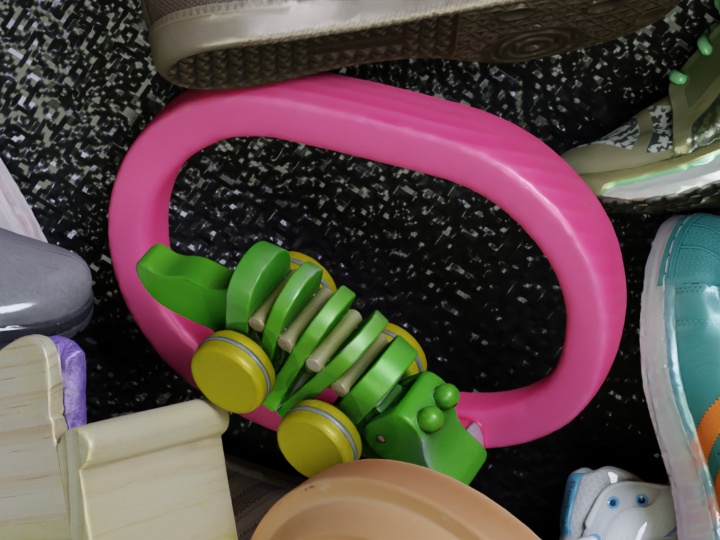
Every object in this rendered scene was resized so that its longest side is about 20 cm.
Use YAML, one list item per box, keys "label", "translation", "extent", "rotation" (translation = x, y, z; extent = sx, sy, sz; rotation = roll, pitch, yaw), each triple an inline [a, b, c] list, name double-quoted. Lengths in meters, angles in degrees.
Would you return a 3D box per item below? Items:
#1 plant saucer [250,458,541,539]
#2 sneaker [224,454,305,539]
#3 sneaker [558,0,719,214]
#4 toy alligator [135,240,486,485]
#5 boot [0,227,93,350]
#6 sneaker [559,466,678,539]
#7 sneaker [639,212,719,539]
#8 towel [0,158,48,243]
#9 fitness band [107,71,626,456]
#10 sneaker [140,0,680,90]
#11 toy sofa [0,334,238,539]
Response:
- label: "plant saucer"
  translation: [0.026, 0.163, 0.915]
  extent: [0.200, 0.032, 0.202]
  rotation: [25, 127, 37]
- label: "sneaker"
  translation: [-0.050, 0.116, 1.030]
  extent: [0.198, 0.076, 0.071]
  rotation: [6, 113, -2]
- label: "sneaker"
  translation: [0.150, -0.078, 0.967]
  extent: [0.199, 0.077, 0.089]
  rotation: [-20, 81, 11]
- label: "toy alligator"
  translation: [0.007, 0.045, 0.937]
  extent: [0.200, 0.059, 0.054]
  rotation: [38, 140, 4]
- label: "boot"
  translation: [-0.182, -0.051, 0.944]
  extent: [0.199, 0.070, 0.133]
  rotation: [12, 107, -9]
- label: "sneaker"
  translation: [0.091, 0.125, 1.018]
  extent: [0.200, 0.075, 0.087]
  rotation: [-38, 98, -22]
- label: "sneaker"
  translation: [0.157, 0.072, 0.963]
  extent: [0.079, 0.071, 0.202]
  rotation: [-14, 78, 30]
- label: "towel"
  translation: [-0.242, -0.033, 1.002]
  extent: [0.199, 0.032, 0.192]
  rotation: [-23, 110, 10]
- label: "fitness band"
  translation: [0.000, 0.000, 0.980]
  extent: [0.199, 0.037, 0.144]
  rotation: [14, 123, 17]
- label: "sneaker"
  translation: [0.020, -0.116, 0.939]
  extent: [0.199, 0.070, 0.076]
  rotation: [-7, 76, -14]
- label: "toy sofa"
  translation: [-0.146, 0.078, 0.977]
  extent: [0.199, 0.083, 0.098]
  rotation: [-11, 88, 35]
